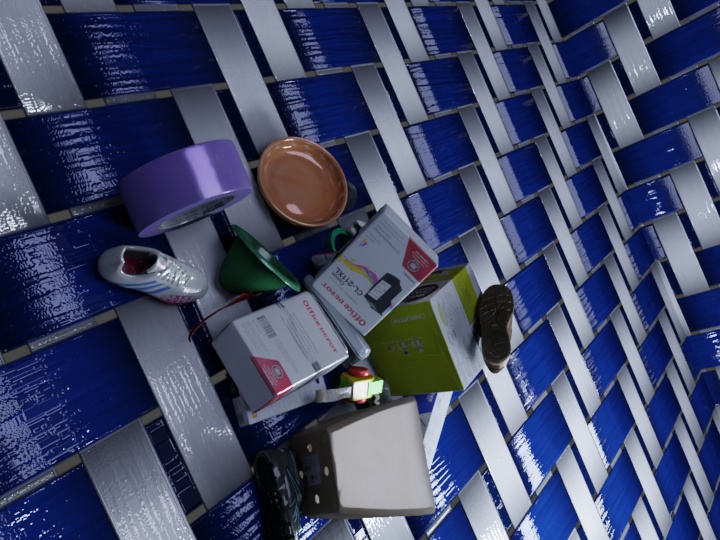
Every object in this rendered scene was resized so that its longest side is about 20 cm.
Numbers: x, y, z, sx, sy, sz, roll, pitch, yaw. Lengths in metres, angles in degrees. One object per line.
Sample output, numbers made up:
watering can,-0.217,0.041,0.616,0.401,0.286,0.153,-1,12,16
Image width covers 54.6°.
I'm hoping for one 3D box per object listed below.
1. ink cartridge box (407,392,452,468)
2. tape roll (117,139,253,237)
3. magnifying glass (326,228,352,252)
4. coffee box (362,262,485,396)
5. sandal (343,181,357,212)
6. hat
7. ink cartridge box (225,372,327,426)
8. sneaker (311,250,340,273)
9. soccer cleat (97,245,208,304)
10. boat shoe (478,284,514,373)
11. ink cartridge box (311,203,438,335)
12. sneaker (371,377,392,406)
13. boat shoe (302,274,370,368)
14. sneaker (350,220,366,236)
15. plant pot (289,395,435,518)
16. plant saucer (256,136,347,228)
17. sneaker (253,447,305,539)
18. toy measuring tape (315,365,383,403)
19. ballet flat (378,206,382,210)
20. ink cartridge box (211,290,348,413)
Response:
ink cartridge box,0.123,0.323,1.454,0.044,0.094,0.201,47,44,-23
tape roll,-0.280,-0.131,1.123,0.199,0.199,0.086,-26,92,-50
magnifying glass,-0.002,-0.012,1.522,0.200,0.022,0.080,45,45,-23
coffee box,0.142,0.125,1.467,0.197,0.198,0.202,-36,107,-49
sandal,-0.066,-0.161,1.491,0.199,0.048,0.076,-12,82,-49
hat,-0.228,0.034,1.240,0.166,0.176,0.200,44,1,30
ink cartridge box,-0.145,0.206,1.252,0.199,0.037,0.096,-10,80,-47
sneaker,0.000,0.000,1.401,0.074,0.198,0.089,-23,106,-73
soccer cleat,-0.315,0.007,1.110,0.199,0.086,0.071,15,62,-44
boat shoe,0.276,0.118,1.429,0.068,0.071,0.201,84,14,-50
ink cartridge box,0.028,0.000,1.314,0.146,0.200,0.083,43,15,-7
sneaker,0.070,0.305,1.385,0.089,0.067,0.202,-4,54,-4
boat shoe,-0.063,0.100,1.359,0.201,0.071,0.072,53,3,15
sneaker,0.017,-0.022,1.473,0.080,0.070,0.202,24,39,-39
plant pot,-0.012,0.346,1.232,0.176,0.199,0.202,0,73,-36
plant saucer,-0.120,-0.175,1.415,0.198,0.037,0.202,13,64,-26
sneaker,-0.120,0.396,1.166,0.079,0.075,0.202,4,71,-49
toy measuring tape,-0.032,0.222,1.330,0.199,0.073,0.074,0,73,-49
ballet flat,0.061,-0.062,1.550,0.063,0.068,0.201,82,-3,-49
ink cartridge box,-0.135,0.136,1.211,0.199,0.085,0.146,-21,74,-50
